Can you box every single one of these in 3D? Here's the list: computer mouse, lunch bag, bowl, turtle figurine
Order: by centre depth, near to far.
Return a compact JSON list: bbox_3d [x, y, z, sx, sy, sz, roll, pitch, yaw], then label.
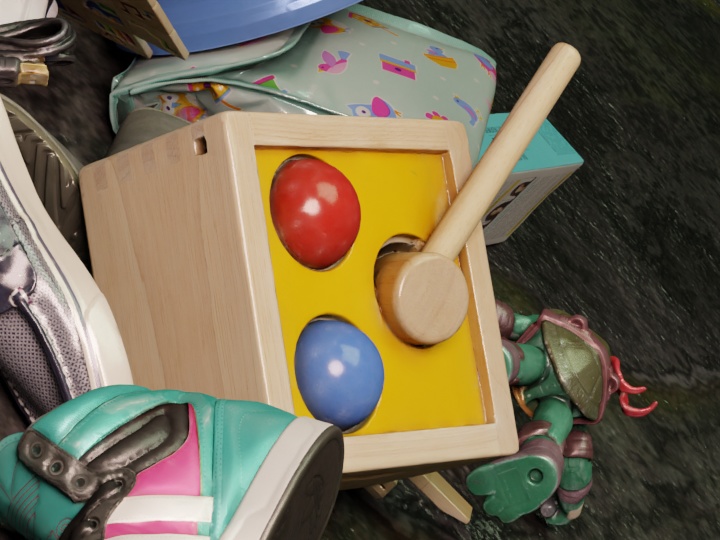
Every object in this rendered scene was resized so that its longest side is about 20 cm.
[{"bbox_3d":[-0.190,-0.131,1.256,0.109,0.044,0.200,-2,18,-3],"label":"computer mouse"},{"bbox_3d":[0.090,0.064,1.413,0.150,0.101,0.200,50,15,2],"label":"turtle figurine"},{"bbox_3d":[-0.034,-0.087,1.442,0.199,0.122,0.171,24,27,-2],"label":"lunch bag"},{"bbox_3d":[-0.050,-0.177,1.445,0.201,0.199,0.040,-75,149,-66],"label":"bowl"}]

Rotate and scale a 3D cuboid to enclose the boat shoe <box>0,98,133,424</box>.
[{"bbox_3d":[-0.175,0.003,1.095,0.092,0.075,0.201,-18,74,-38],"label":"boat shoe"}]

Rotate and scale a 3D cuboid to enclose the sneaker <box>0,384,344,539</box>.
[{"bbox_3d":[-0.101,0.115,0.998,0.120,0.084,0.200,18,46,20],"label":"sneaker"}]

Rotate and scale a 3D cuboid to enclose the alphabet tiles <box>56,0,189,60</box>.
[{"bbox_3d":[-0.172,-0.169,1.314,0.166,0.006,0.200,28,-11,19],"label":"alphabet tiles"}]

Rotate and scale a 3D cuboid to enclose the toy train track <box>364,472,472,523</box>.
[{"bbox_3d":[0.010,0.084,1.341,0.115,0.033,0.200,45,13,-4],"label":"toy train track"}]

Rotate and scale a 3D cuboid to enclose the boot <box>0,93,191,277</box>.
[{"bbox_3d":[-0.121,-0.042,1.257,0.182,0.072,0.200,55,24,-17],"label":"boot"}]

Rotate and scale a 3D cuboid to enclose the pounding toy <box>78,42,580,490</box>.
[{"bbox_3d":[0.000,0.000,1.162,0.199,0.142,0.185,-1,79,-46],"label":"pounding toy"}]

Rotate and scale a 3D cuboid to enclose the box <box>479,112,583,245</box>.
[{"bbox_3d":[0.069,-0.055,1.636,0.049,0.082,0.200,49,20,12],"label":"box"}]
